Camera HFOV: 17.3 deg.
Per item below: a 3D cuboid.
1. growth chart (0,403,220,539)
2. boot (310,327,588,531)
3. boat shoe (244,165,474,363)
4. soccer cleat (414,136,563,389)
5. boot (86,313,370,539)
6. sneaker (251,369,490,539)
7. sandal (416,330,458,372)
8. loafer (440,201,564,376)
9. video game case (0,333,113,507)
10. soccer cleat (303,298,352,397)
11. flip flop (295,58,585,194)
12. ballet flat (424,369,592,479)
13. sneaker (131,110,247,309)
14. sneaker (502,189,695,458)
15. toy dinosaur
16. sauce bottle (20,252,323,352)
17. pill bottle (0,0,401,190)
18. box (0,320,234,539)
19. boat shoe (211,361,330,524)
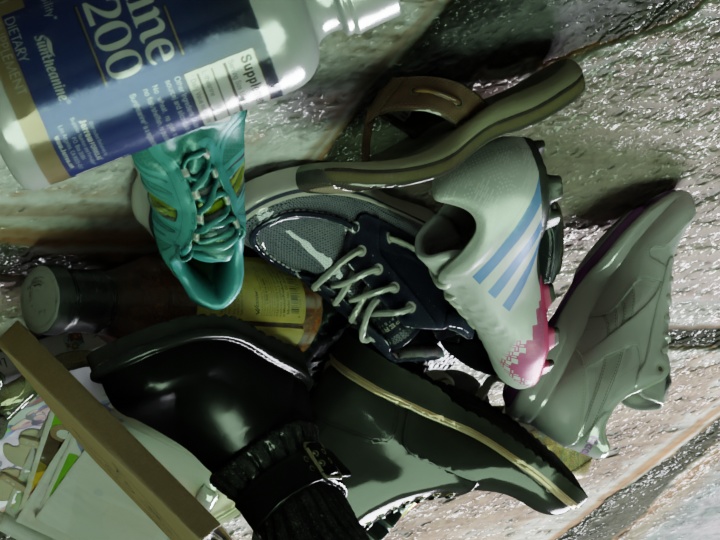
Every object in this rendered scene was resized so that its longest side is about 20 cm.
[{"bbox_3d":[-0.163,0.141,1.542,0.144,0.018,0.200,35,132,-11],"label":"growth chart"},{"bbox_3d":[0.035,0.142,1.544,0.199,0.077,0.139,32,96,-15],"label":"boot"},{"bbox_3d":[0.000,0.000,1.449,0.075,0.093,0.199,-37,152,29],"label":"boat shoe"},{"bbox_3d":[0.074,-0.002,1.444,0.086,0.070,0.201,-12,135,-9],"label":"soccer cleat"},{"bbox_3d":[-0.068,0.115,1.392,0.079,0.159,0.211,-27,157,25],"label":"boot"},{"bbox_3d":[0.009,0.155,1.677,0.199,0.078,0.090,-34,168,-15],"label":"sneaker"},{"bbox_3d":[-0.001,0.095,1.711,0.200,0.045,0.075,-43,157,10],"label":"sandal"},{"bbox_3d":[0.099,-0.007,1.566,0.072,0.073,0.200,-56,174,-28],"label":"loafer"},{"bbox_3d":[-0.212,0.099,1.557,0.181,0.024,0.200,-18,154,-10],"label":"video game case"},{"bbox_3d":[-0.058,0.082,1.552,0.200,0.081,0.067,-41,168,16],"label":"soccer cleat"},{"bbox_3d":[0.043,-0.090,1.350,0.199,0.058,0.081,-26,-168,-27],"label":"flip flop"},{"bbox_3d":[0.069,0.101,1.610,0.199,0.071,0.071,9,145,-18],"label":"ballet flat"},{"bbox_3d":[-0.087,-0.047,1.302,0.077,0.080,0.200,-19,154,-7],"label":"sneaker"},{"bbox_3d":[0.180,0.037,1.602,0.200,0.099,0.075,-55,180,-15],"label":"sneaker"},{"bbox_3d":[-0.240,0.089,1.445,0.199,0.048,0.088,-35,144,4],"label":"toy dinosaur"},{"bbox_3d":[-0.114,0.019,1.433,0.199,0.066,0.066,6,143,-43],"label":"sauce bottle"},{"bbox_3d":[-0.087,-0.123,1.113,0.199,0.111,0.111,-22,155,-1],"label":"pill bottle"},{"bbox_3d":[-0.122,0.128,1.380,0.021,0.200,0.164,-42,146,-10],"label":"box"},{"bbox_3d":[-0.081,0.109,1.629,0.200,0.072,0.065,-38,137,13],"label":"boat shoe"}]
